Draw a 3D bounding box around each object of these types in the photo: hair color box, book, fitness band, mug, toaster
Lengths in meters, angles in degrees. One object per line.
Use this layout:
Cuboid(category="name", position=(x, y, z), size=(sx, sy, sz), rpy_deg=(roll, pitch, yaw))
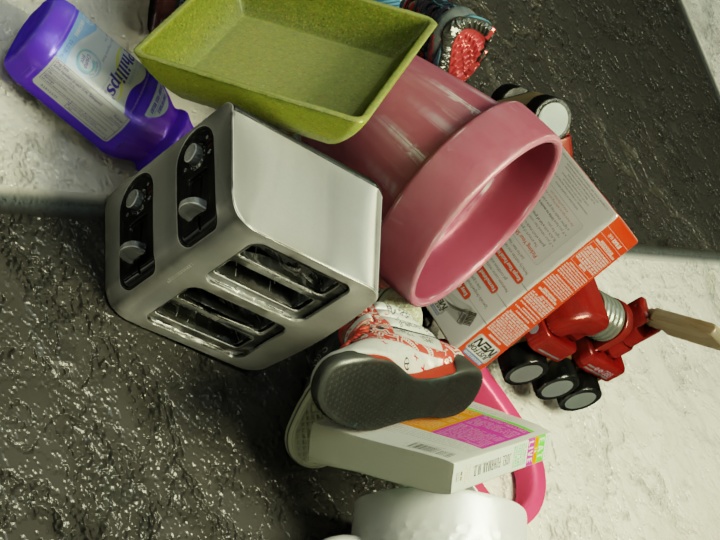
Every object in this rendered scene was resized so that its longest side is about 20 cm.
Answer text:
Cuboid(category="hair color box", position=(0.153, -0.012, 1.492), size=(0.064, 0.199, 0.111), rpy_deg=(42, 12, -51))
Cuboid(category="book", position=(0.064, 0.144, 1.306), size=(0.199, 0.132, 0.049), rpy_deg=(-3, 102, -60))
Cuboid(category="fitness band", position=(0.107, 0.161, 1.496), size=(0.201, 0.037, 0.144), rpy_deg=(56, 33, -6))
Cuboid(category="mug", position=(0.037, 0.276, 1.252), size=(0.198, 0.148, 0.177), rpy_deg=(12, 66, -18))
Cuboid(category="toaster", position=(-0.090, -0.020, 1.270), size=(0.199, 0.180, 0.120), rpy_deg=(26, 49, -35))

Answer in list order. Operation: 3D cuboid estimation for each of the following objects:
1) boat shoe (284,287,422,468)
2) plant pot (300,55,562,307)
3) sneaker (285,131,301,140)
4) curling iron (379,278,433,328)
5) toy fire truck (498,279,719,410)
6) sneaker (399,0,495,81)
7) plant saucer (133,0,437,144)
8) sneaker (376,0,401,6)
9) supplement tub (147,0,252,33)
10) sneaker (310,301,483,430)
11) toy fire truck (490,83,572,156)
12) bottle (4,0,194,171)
Cuboid(category="boat shoe", position=(-0.012, 0.097, 1.378), size=(0.075, 0.062, 0.201), rpy_deg=(48, 52, -21))
Cuboid(category="plant pot", position=(0.051, -0.099, 1.383), size=(0.179, 0.201, 0.199), rpy_deg=(43, 33, 16))
Cuboid(category="sneaker", position=(-0.052, -0.144, 1.499), size=(0.087, 0.075, 0.202), rpy_deg=(32, 53, -41))
Cuboid(category="curling iron", position=(0.000, 0.000, 1.483), size=(0.200, 0.025, 0.050), rpy_deg=(40, 27, -24))
Cuboid(category="toy fire truck", position=(0.248, 0.056, 1.555), size=(0.176, 0.199, 0.130), rpy_deg=(27, 39, -49))
Cuboid(category="sneaker", position=(0.069, -0.224, 1.490), size=(0.095, 0.079, 0.200), rpy_deg=(43, 0, 3))
Cuboid(category="plant saucer", position=(-0.059, -0.174, 1.282), size=(0.198, 0.048, 0.200), rpy_deg=(18, 37, 11))
Cuboid(category="sneaker", position=(0.044, -0.275, 1.703), size=(0.199, 0.076, 0.081), rpy_deg=(24, 40, -46))
Cuboid(category="supplement tub", position=(-0.091, -0.248, 1.425), size=(0.198, 0.107, 0.108), rpy_deg=(9, 54, -13))
Cuboid(category="sneaker", position=(0.004, 0.074, 1.281), size=(0.200, 0.068, 0.108), rpy_deg=(4, 26, -49))
Cuboid(category="toy fire truck", position=(0.124, -0.074, 1.576), size=(0.175, 0.128, 0.202), rpy_deg=(-17, 111, -21))
Cuboid(category="bottle", position=(-0.204, -0.140, 1.311), size=(0.200, 0.065, 0.084), rpy_deg=(41, 39, -23))
